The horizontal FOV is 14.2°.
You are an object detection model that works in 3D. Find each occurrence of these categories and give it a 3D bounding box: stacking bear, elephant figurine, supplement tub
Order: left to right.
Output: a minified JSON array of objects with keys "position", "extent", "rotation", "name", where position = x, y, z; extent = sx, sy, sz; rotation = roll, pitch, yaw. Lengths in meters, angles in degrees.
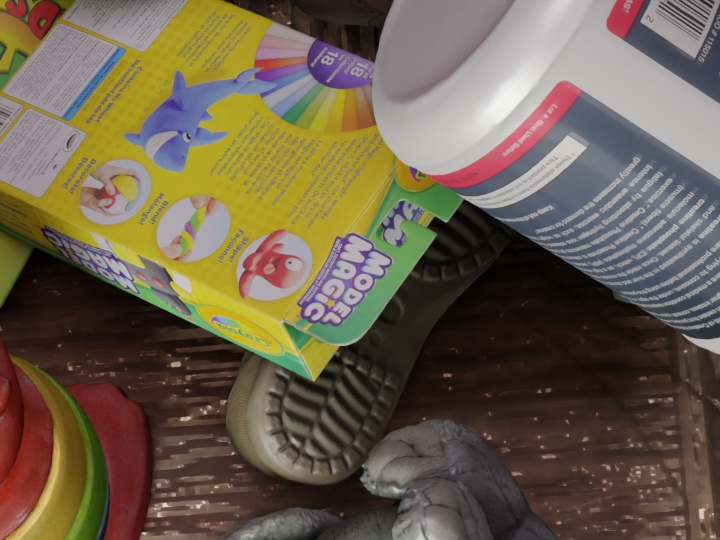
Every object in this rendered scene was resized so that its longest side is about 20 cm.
[{"position":[-0.150,0.071,1.073],"extent":[0.121,0.200,0.114],"rotation":[-5,70,3],"name":"stacking bear"},{"position":[-0.026,0.142,1.083],"extent":[0.199,0.155,0.142],"rotation":[-21,31,24],"name":"elephant figurine"},{"position":[0.117,-0.057,1.019],"extent":[0.200,0.140,0.141],"rotation":[31,73,-21],"name":"supplement tub"}]

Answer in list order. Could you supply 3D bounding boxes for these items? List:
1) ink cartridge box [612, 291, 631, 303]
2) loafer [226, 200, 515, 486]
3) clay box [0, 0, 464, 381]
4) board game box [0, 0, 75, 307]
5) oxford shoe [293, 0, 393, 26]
[{"position":[0.177,-0.080,1.168],"extent":[0.116,0.067,0.201],"rotation":[12,73,9],"name":"ink cartridge box"},{"position":[0.000,0.000,1.151],"extent":[0.076,0.067,0.200],"rotation":[45,59,-19],"name":"loafer"},{"position":[-0.048,-0.038,1.108],"extent":[0.200,0.048,0.115],"rotation":[25,67,29],"name":"clay box"},{"position":[-0.147,-0.096,1.184],"extent":[0.102,0.048,0.200],"rotation":[37,72,-30],"name":"board game box"},{"position":[0.056,-0.103,1.138],"extent":[0.199,0.071,0.073],"rotation":[2,73,26],"name":"oxford shoe"}]
